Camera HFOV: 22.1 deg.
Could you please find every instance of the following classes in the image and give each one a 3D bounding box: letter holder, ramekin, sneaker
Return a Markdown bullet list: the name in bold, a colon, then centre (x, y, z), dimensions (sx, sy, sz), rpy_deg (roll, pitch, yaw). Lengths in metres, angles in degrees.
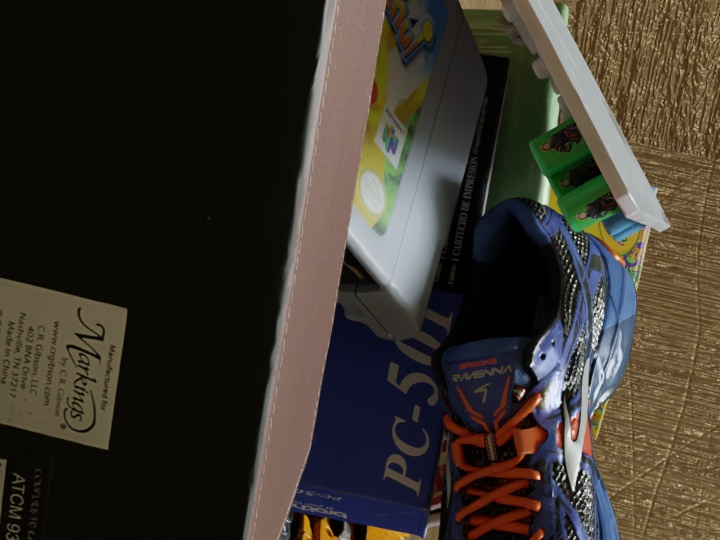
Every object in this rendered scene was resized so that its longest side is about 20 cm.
- **letter holder**: centre (-0.054, -0.023, 0.507), dimensions (0.142, 0.100, 0.201), rpy_deg (-64, 165, -68)
- **ramekin**: centre (0.042, -0.034, 0.903), dimensions (0.200, 0.097, 0.202), rpy_deg (7, 90, -84)
- **sneaker**: centre (0.054, 0.060, 0.689), dimensions (0.078, 0.075, 0.201), rpy_deg (46, 42, -46)

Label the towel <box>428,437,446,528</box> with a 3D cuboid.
- **towel**: centre (0.009, 0.108, 1.026), dimensions (0.200, 0.143, 0.023), rpy_deg (-63, 137, -76)

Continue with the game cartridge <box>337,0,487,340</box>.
- **game cartridge**: centre (-0.012, -0.080, 0.661), dimensions (0.200, 0.040, 0.134), rpy_deg (49, 45, -49)

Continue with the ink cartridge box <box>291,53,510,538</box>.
- **ink cartridge box**: centre (0.000, 0.000, 0.757), dimensions (0.044, 0.093, 0.201), rpy_deg (93, 9, -68)

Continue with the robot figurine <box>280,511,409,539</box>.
- **robot figurine**: centre (-0.021, 0.113, 0.844), dimensions (0.145, 0.058, 0.200), rpy_deg (56, 16, -22)

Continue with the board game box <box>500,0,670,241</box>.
- **board game box**: centre (0.057, -0.103, 0.712), dimensions (0.201, 0.026, 0.200), rpy_deg (63, 11, 6)

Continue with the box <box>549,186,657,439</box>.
- **box**: centre (0.076, 0.010, 1.169), dimensions (0.200, 0.191, 0.123), rpy_deg (74, 30, -74)
